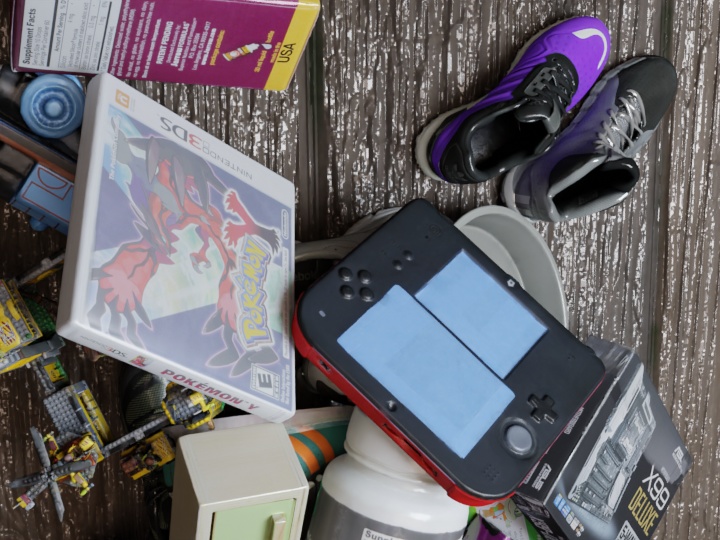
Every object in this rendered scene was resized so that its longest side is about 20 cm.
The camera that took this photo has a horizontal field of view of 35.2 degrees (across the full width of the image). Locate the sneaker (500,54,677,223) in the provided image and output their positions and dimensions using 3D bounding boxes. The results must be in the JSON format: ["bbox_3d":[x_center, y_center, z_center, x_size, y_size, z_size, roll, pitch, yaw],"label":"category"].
[{"bbox_3d":[0.221,-0.105,0.967,0.200,0.115,0.075,-44,111,-6],"label":"sneaker"}]

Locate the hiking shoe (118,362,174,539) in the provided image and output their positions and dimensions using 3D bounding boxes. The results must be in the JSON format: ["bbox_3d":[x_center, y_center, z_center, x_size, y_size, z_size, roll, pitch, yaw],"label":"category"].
[{"bbox_3d":[-0.140,0.156,0.900,0.076,0.101,0.200,-16,106,-17],"label":"hiking shoe"}]

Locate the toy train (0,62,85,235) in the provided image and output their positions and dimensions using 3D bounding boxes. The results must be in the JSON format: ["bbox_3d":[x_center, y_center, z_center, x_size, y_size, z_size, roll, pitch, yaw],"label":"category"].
[{"bbox_3d":[-0.199,-0.069,0.844,0.200,0.087,0.114,30,96,-22],"label":"toy train"}]

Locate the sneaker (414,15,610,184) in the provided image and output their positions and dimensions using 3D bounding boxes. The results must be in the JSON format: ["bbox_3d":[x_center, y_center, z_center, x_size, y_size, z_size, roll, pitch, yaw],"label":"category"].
[{"bbox_3d":[0.146,-0.135,0.942,0.200,0.100,0.070,-41,113,-7],"label":"sneaker"}]

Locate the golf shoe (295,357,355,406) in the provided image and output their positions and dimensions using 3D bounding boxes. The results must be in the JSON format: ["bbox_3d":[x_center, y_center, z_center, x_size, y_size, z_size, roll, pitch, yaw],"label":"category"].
[{"bbox_3d":[0.049,0.094,0.959,0.200,0.094,0.078,2,99,-21],"label":"golf shoe"}]

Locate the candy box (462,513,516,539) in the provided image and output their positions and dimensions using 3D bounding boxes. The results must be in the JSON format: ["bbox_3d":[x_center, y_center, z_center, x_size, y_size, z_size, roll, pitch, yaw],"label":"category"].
[{"bbox_3d":[0.145,0.328,1.013,0.200,0.061,0.136,39,86,-22],"label":"candy box"}]

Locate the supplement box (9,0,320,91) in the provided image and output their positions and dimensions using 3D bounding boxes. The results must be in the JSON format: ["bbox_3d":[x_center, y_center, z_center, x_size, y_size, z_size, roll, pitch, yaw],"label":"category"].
[{"bbox_3d":[-0.141,-0.210,0.796,0.200,0.103,0.131,2,62,-19],"label":"supplement box"}]

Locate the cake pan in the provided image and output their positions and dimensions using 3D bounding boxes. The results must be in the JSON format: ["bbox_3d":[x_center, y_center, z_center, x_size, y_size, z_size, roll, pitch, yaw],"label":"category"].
[{"bbox_3d":[0.105,0.047,0.944,0.200,0.037,0.200,6,81,-47],"label":"cake pan"}]

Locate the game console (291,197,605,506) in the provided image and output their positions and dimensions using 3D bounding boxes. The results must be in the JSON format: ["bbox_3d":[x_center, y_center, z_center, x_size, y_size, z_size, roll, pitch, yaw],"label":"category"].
[{"bbox_3d":[0.065,0.054,0.820,0.200,0.031,0.177,44,56,6],"label":"game console"}]

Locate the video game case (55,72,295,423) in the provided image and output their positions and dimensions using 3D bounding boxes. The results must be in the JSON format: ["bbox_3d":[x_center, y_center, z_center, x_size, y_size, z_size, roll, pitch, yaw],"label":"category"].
[{"bbox_3d":[-0.114,-0.015,0.768,0.182,0.023,0.200,29,46,-39],"label":"video game case"}]

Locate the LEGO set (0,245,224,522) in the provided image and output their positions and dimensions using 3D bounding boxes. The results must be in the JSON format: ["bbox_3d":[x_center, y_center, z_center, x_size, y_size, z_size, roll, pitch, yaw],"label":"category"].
[{"bbox_3d":[-0.188,0.055,0.763,0.154,0.116,0.200,-21,91,8],"label":"LEGO set"}]

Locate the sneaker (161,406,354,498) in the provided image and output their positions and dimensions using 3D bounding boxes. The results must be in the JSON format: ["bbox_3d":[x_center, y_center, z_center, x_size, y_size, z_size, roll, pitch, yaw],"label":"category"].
[{"bbox_3d":[-0.062,0.151,0.884,0.200,0.071,0.080,-2,79,-33],"label":"sneaker"}]

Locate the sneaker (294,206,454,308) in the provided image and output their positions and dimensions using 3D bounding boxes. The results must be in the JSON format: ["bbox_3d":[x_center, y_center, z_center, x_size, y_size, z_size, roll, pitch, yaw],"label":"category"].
[{"bbox_3d":[0.000,0.000,0.922,0.200,0.092,0.076,-16,104,-18],"label":"sneaker"}]

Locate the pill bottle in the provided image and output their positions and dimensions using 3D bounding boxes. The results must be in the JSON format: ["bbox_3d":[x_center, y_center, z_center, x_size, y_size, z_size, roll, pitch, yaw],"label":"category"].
[{"bbox_3d":[0.016,0.206,0.852,0.113,0.113,0.200,13,97,-21],"label":"pill bottle"}]

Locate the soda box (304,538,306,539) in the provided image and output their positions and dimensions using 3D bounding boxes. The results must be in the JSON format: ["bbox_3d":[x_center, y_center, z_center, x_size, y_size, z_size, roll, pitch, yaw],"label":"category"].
[{"bbox_3d":[-0.044,0.274,0.949,0.200,0.063,0.070,-39,97,6],"label":"soda box"}]

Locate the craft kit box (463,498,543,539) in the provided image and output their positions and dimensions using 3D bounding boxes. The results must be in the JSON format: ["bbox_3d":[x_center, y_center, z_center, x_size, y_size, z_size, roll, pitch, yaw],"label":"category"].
[{"bbox_3d":[0.099,0.295,1.044,0.197,0.049,0.200,-13,105,-14],"label":"craft kit box"}]

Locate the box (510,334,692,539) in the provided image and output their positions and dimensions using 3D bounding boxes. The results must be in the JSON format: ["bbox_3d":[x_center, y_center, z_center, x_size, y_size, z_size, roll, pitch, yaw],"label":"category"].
[{"bbox_3d":[0.215,0.178,1.003,0.158,0.050,0.200,-54,135,-19],"label":"box"}]

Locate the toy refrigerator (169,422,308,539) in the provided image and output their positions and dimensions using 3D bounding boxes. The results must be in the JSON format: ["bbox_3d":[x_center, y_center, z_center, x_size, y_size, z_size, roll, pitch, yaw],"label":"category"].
[{"bbox_3d":[-0.091,0.206,0.802,0.076,0.070,0.200,-5,129,-21],"label":"toy refrigerator"}]
